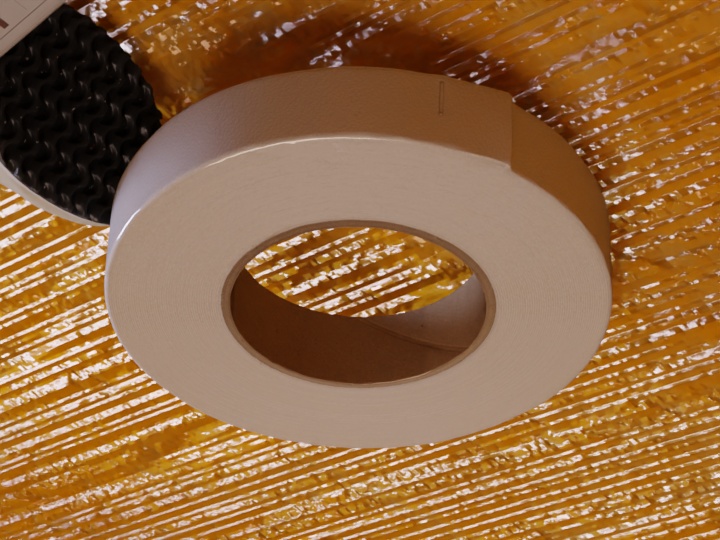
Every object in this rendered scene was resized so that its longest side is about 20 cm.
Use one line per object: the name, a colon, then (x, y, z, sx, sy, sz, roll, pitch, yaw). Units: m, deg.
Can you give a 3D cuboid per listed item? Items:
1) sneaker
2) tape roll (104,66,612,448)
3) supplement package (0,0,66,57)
sneaker: (-0.166, -0.087, 0.982, 0.199, 0.071, 0.093, 33, 170, -30)
tape roll: (0.000, 0.000, 0.977, 0.201, 0.037, 0.203, 2, 143, 1)
supplement package: (-0.121, -0.157, 0.812, 0.117, 0.117, 0.200, 38, 140, -19)
